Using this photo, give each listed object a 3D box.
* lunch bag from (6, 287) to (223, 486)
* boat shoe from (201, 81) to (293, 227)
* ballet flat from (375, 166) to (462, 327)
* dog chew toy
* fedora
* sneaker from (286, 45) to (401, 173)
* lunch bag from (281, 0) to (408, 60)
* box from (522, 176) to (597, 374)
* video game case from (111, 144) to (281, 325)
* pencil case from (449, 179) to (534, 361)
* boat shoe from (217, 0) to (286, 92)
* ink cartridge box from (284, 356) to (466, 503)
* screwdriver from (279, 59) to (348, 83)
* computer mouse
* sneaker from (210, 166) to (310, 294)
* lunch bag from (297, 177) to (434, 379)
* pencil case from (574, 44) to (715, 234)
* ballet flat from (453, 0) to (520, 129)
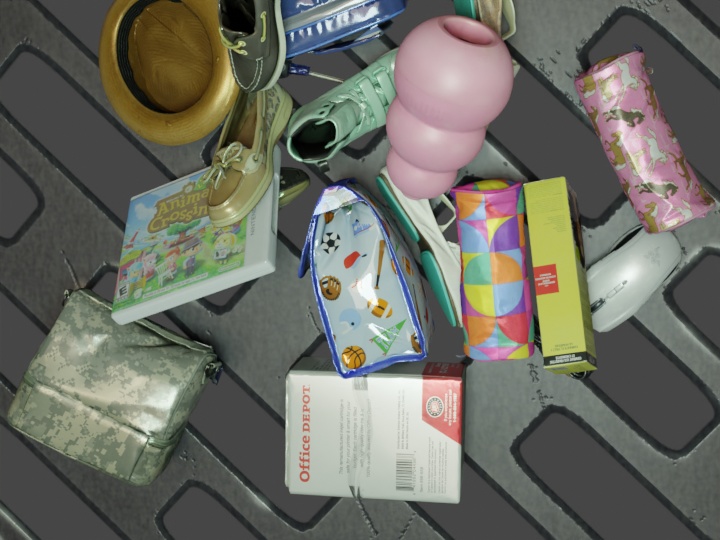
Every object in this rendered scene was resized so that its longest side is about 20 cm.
[{"bbox_3d":[-0.278,0.130,1.312,0.199,0.139,0.169,26,101,4],"label":"lunch bag"},{"bbox_3d":[-0.132,-0.136,1.240,0.073,0.201,0.063,-11,138,30],"label":"boat shoe"},{"bbox_3d":[0.089,-0.036,1.278,0.069,0.069,0.201,-27,91,11],"label":"ballet flat"},{"bbox_3d":[0.082,-0.161,1.186,0.124,0.125,0.201,23,125,5],"label":"dog chew toy"},{"bbox_3d":[-0.200,-0.237,1.274,0.199,0.082,0.202,1,93,25],"label":"fedora"},{"bbox_3d":[0.009,-0.175,1.234,0.200,0.118,0.074,-27,108,14],"label":"sneaker"},{"bbox_3d":[-0.037,-0.302,1.220,0.199,0.136,0.133,-17,111,14],"label":"lunch bag"},{"bbox_3d":[0.215,0.007,1.221,0.050,0.075,0.202,-8,77,20],"label":"box"},{"bbox_3d":[-0.180,-0.043,1.258,0.199,0.183,0.022,-19,136,20],"label":"video game case"},{"bbox_3d":[0.142,0.002,1.226,0.088,0.088,0.202,-2,102,9],"label":"pencil case"},{"bbox_3d":[-0.114,-0.254,1.123,0.072,0.060,0.202,38,144,24],"label":"boat shoe"},{"bbox_3d":[0.019,0.180,1.299,0.198,0.084,0.145,2,98,8],"label":"ink cartridge box"},{"bbox_3d":[-0.042,-0.224,1.295,0.198,0.028,0.029,10,70,1],"label":"screwdriver"},{"bbox_3d":[0.271,0.027,1.262,0.110,0.044,0.200,45,101,3],"label":"computer mouse"},{"bbox_3d":[-0.134,-0.044,1.317,0.199,0.077,0.089,-34,124,8],"label":"sneaker"},{"bbox_3d":[0.000,0.000,1.239,0.123,0.170,0.201,-15,96,6],"label":"lunch bag"},{"bbox_3d":[0.304,-0.136,1.217,0.086,0.083,0.201,-25,92,2],"label":"pencil case"},{"bbox_3d":[0.141,-0.241,1.237,0.067,0.068,0.201,-12,112,-25],"label":"ballet flat"}]
